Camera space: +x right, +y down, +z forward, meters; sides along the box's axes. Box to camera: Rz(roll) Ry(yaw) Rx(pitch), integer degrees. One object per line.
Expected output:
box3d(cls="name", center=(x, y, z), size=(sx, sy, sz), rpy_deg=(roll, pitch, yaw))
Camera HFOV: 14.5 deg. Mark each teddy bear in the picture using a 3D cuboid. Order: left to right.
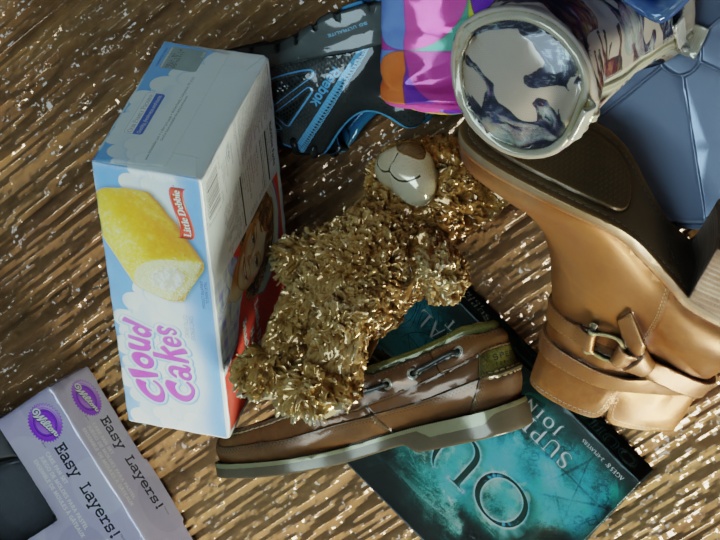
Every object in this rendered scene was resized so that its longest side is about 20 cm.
box3d(cls="teddy bear", center=(0.000, 0.000, 1.587), size=(0.200, 0.145, 0.067), rpy_deg=(-45, 116, 2))

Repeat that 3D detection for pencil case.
box3d(cls="pencil case", center=(0.053, -0.185, 1.549), size=(0.088, 0.088, 0.201), rpy_deg=(6, 100, 25))
box3d(cls="pencil case", center=(0.113, -0.119, 1.446), size=(0.089, 0.200, 0.078), rpy_deg=(22, 117, 15))

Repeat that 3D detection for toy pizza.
box3d(cls="toy pizza", center=(0.180, -0.122, 1.544), size=(0.200, 0.032, 0.201), rpy_deg=(8, 107, 26))

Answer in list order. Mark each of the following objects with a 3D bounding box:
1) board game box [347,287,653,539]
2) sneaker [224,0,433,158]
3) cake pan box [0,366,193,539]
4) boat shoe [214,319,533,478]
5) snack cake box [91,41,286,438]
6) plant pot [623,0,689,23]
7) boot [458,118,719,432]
box3d(cls="board game box", center=(0.058, 0.094, 1.668), size=(0.200, 0.028, 0.135), rpy_deg=(45, 119, 9))
box3d(cls="sneaker", center=(-0.049, -0.097, 1.642), size=(0.200, 0.073, 0.082), rpy_deg=(-17, 96, 30))
box3d(cls="cake pan box", center=(-0.200, 0.184, 1.813), size=(0.184, 0.052, 0.200), rpy_deg=(-32, 89, 28))
box3d(cls="boat shoe", center=(0.003, 0.074, 1.640), size=(0.199, 0.072, 0.068), rpy_deg=(-13, 93, 21))
box3d(cls="snack cake box", center=(-0.093, -0.016, 1.619), size=(0.067, 0.115, 0.200), rpy_deg=(9, 133, 15))
box3d(cls="plant pot", center=(0.135, -0.253, 1.375), size=(0.200, 0.180, 0.200), rpy_deg=(-45, 61, -3))
box3d(cls="boot", center=(0.124, 0.003, 1.558), size=(0.199, 0.077, 0.155), rpy_deg=(21, 133, -8))
